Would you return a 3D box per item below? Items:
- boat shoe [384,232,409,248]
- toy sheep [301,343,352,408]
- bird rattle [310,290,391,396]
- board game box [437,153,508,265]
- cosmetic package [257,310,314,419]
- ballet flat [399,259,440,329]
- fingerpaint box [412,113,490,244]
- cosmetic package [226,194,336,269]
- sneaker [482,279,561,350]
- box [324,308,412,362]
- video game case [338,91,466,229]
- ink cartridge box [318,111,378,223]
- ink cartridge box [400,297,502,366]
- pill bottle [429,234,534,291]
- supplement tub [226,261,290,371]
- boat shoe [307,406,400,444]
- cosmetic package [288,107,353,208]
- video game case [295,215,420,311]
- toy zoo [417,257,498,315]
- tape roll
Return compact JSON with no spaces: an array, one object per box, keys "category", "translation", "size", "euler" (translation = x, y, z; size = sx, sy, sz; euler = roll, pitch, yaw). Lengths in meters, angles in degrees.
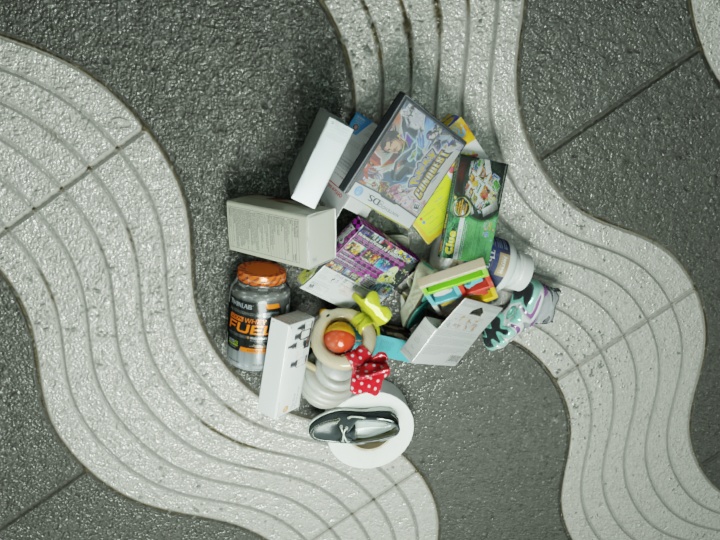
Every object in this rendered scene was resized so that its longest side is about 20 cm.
[{"category":"boat shoe","translation":[0.000,-0.042,1.239],"size":[0.199,0.057,0.067],"euler":[-21,130,-6]},{"category":"toy sheep","translation":[-0.071,0.224,1.275],"size":[0.137,0.138,0.200],"euler":[16,143,-14]},{"category":"bird rattle","translation":[-0.017,0.145,1.185],"size":[0.162,0.113,0.201],"euler":[5,69,5]},{"category":"board game box","translation":[0.218,-0.117,1.164],"size":[0.104,0.023,0.201],"euler":[9,95,-16]},{"category":"cosmetic package","translation":[-0.148,0.186,1.190],"size":[0.051,0.082,0.201],"euler":[20,108,31]},{"category":"ballet flat","translation":[0.119,0.049,1.265],"size":[0.067,0.062,0.200],"euler":[-31,157,-35]},{"category":"fingerpaint box","translation":[0.157,-0.183,1.202],"size":[0.200,0.073,0.167],"euler":[-40,111,4]},{"category":"cosmetic package","translation":[-0.149,-0.077,1.123],"size":[0.199,0.087,0.104],"euler":[15,113,32]},{"category":"sneaker","translation":[0.374,0.111,1.343],"size":[0.139,0.078,0.200],"euler":[10,130,-32]},{"category":"box","translation":[0.015,0.139,1.288],"size":[0.199,0.082,0.049],"euler":[14,106,-14]},{"category":"video game case","translation":[0.081,-0.193,1.097],"size":[0.180,0.026,0.200],"euler":[25,104,-39]},{"category":"ink cartridge box","translation":[-0.009,-0.184,1.145],"size":[0.068,0.116,0.200],"euler":[21,107,-44]},{"category":"ink cartridge box","translation":[0.196,0.123,1.269],"size":[0.176,0.045,0.200],"euler":[-54,147,14]},{"category":"pill bottle","translation":[0.255,-0.021,1.254],"size":[0.199,0.111,0.111],"euler":[16,106,-14]},{"category":"supplement tub","translation":[-0.206,0.090,1.213],"size":[0.122,0.123,0.201],"euler":[3,108,-10]},{"category":"boat shoe","translation":[-0.014,0.338,1.289],"size":[0.199,0.060,0.076],"euler":[-10,111,-6]},{"category":"cosmetic package","translation":[-0.077,-0.209,1.086],"size":[0.052,0.200,0.151],"euler":[26,104,-16]},{"category":"video game case","translation":[0.000,0.000,1.204],"size":[0.181,0.036,0.200],"euler":[-44,137,18]},{"category":"toy zoo","translation":[0.200,0.041,1.194],"size":[0.131,0.021,0.200],"euler":[-19,152,13]},{"category":"tape roll","translation":[0.017,0.347,1.368],"size":[0.202,0.071,0.203],"euler":[-3,110,-8]}]
